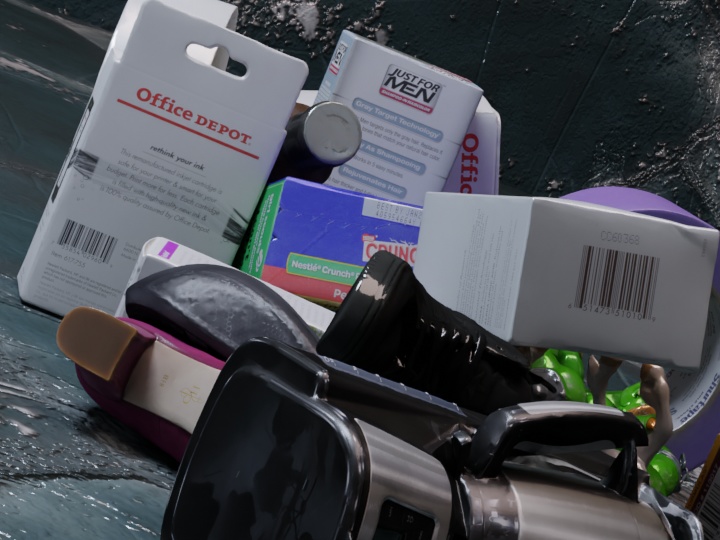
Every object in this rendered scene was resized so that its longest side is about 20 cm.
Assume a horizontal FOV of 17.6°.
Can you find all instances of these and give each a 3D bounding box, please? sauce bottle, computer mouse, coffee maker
[{"bbox_3d":[-0.054,-0.078,1.528,0.065,0.065,0.200,21,-14,-20],"label":"sauce bottle"},{"bbox_3d":[-0.036,0.053,1.226,0.200,0.053,0.139,33,-19,19],"label":"computer mouse"},{"bbox_3d":[0.017,0.118,1.026,0.199,0.135,0.192,20,-19,-32],"label":"coffee maker"}]

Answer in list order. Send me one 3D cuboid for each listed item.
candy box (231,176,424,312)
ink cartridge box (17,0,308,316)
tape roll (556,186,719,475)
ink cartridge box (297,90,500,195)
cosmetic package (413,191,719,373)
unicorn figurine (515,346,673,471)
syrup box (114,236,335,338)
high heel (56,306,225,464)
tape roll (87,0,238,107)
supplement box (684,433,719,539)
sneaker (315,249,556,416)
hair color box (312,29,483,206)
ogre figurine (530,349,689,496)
[{"bbox_3d":[0.000,0.000,1.480,0.168,0.077,0.200,13,-8,-14],"label":"candy box"},{"bbox_3d":[-0.122,-0.059,1.433,0.116,0.201,0.068,22,8,-13],"label":"ink cartridge box"},{"bbox_3d":[0.184,0.046,1.645,0.199,0.201,0.085,21,8,-17],"label":"tape roll"},{"bbox_3d":[-0.003,-0.054,1.693,0.199,0.147,0.084,1,15,-6],"label":"ink cartridge box"},{"bbox_3d":[0.107,0.003,1.285,0.112,0.082,0.200,10,-1,-13],"label":"cosmetic package"},{"bbox_3d":[0.129,0.115,1.365,0.074,0.138,0.200,8,1,-33],"label":"unicorn figurine"},{"bbox_3d":[-0.045,0.058,1.324,0.199,0.079,0.081,23,8,-2],"label":"syrup box"},{"bbox_3d":[-0.064,0.082,1.190,0.200,0.068,0.096,36,-5,18],"label":"high heel"},{"bbox_3d":[-0.147,-0.098,1.604,0.071,0.203,0.202,17,8,-1],"label":"tape roll"},{"bbox_3d":[0.279,0.184,1.325,0.199,0.111,0.086,21,9,-20],"label":"supplement box"},{"bbox_3d":[0.042,0.045,1.134,0.104,0.060,0.200,33,0,6],"label":"sneaker"},{"bbox_3d":[-0.001,-0.055,1.615,0.099,0.201,0.061,21,8,-12],"label":"hair color box"},{"bbox_3d":[0.154,0.097,1.538,0.098,0.201,0.120,-15,29,10],"label":"ogre figurine"}]
